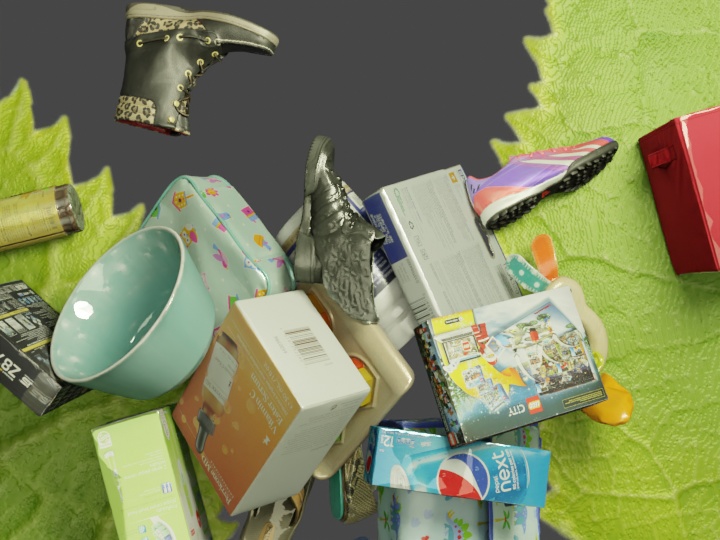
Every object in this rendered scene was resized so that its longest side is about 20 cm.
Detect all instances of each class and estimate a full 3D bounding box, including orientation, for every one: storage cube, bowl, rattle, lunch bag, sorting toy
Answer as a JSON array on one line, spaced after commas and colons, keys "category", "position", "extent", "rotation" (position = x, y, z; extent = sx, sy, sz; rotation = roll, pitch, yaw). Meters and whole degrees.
[{"category": "storage cube", "position": [0.452, -0.104, 1.395], "extent": [0.196, 0.171, 0.183], "rotation": [-16, 88, -2]}, {"category": "bowl", "position": [-0.239, 0.062, 1.306], "extent": [0.201, 0.200, 0.105], "rotation": [-48, 127, -3]}, {"category": "rattle", "position": [0.244, 0.069, 1.382], "extent": [0.128, 0.143, 0.204], "rotation": [-5, 103, 1]}, {"category": "lunch bag", "position": [0.125, 0.262, 1.400], "extent": [0.196, 0.127, 0.174], "rotation": [2, 85, -18]}, {"category": "lunch bag", "position": [-0.179, -0.005, 1.394], "extent": [0.201, 0.077, 0.161], "rotation": [49, 120, 19]}, {"category": "sorting toy", "position": [-0.048, 0.120, 1.368], "extent": [0.186, 0.036, 0.201], "rotation": [52, 125, 19]}]

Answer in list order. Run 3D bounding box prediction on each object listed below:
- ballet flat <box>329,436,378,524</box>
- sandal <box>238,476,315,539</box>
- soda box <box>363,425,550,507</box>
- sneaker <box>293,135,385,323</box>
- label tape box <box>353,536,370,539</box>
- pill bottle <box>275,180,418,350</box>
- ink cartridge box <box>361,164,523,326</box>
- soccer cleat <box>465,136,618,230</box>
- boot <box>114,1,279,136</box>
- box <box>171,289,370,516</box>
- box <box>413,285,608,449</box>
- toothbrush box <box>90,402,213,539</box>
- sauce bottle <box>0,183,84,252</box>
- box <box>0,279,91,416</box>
[{"category": "ballet flat", "position": [-0.012, 0.204, 1.432], "extent": [0.074, 0.068, 0.204], "rotation": [-11, 92, -23]}, {"category": "sandal", "position": [-0.105, 0.276, 1.424], "extent": [0.080, 0.055, 0.203], "rotation": [18, 86, 0]}, {"category": "soda box", "position": [0.106, 0.218, 1.303], "extent": [0.196, 0.068, 0.065], "rotation": [8, 83, -7]}, {"category": "sneaker", "position": [-0.017, -0.047, 1.319], "extent": [0.102, 0.060, 0.204], "rotation": [7, 82, 8]}, {"category": "label tape box", "position": [-0.027, 0.440, 1.399], "extent": [0.142, 0.063, 0.204], "rotation": [-16, 87, -13]}, {"category": "pill bottle", "position": [0.000, 0.000, 1.410], "extent": [0.116, 0.116, 0.200], "rotation": [-42, 87, -3]}, {"category": "ink cartridge box", "position": [0.103, -0.017, 1.400], "extent": [0.043, 0.199, 0.199], "rotation": [-27, 86, 33]}, {"category": "soccer cleat", "position": [0.225, -0.125, 1.449], "extent": [0.198, 0.068, 0.074], "rotation": [-28, 69, -5]}, {"category": "boot", "position": [-0.207, -0.242, 1.443], "extent": [0.196, 0.073, 0.154], "rotation": [11, 86, 4]}, {"category": "box", "position": [-0.106, 0.149, 1.327], "extent": [0.153, 0.105, 0.201], "rotation": [52, 129, 26]}, {"category": "box", "position": [0.168, 0.105, 1.303], "extent": [0.197, 0.038, 0.139], "rotation": [-11, 77, -27]}, {"category": "toothbrush box", "position": [-0.239, 0.267, 1.378], "extent": [0.085, 0.146, 0.204], "rotation": [-14, 86, -1]}, {"category": "sauce bottle", "position": [-0.441, -0.056, 1.434], "extent": [0.196, 0.065, 0.066], "rotation": [-13, 87, -3]}, {"category": "box", "position": [-0.384, 0.084, 1.359], "extent": [0.160, 0.200, 0.049], "rotation": [39, 96, 1]}]
